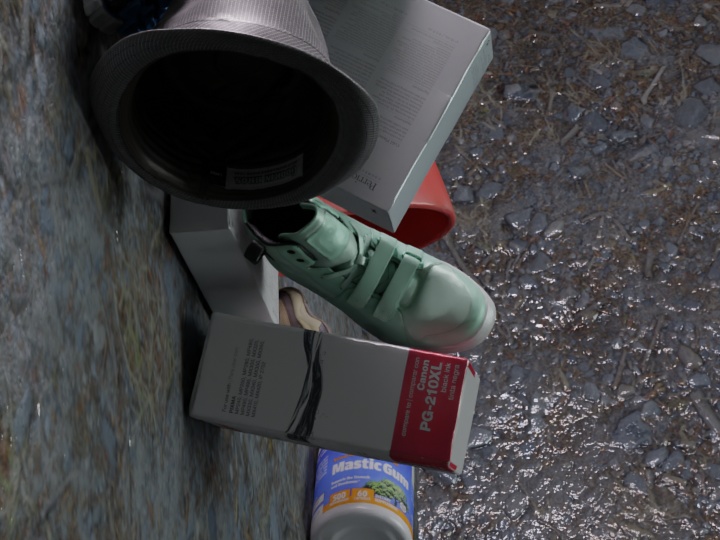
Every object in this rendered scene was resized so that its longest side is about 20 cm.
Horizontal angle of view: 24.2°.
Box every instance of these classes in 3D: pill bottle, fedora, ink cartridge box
[{"bbox_3d":[0.005,0.238,1.865,0.200,0.111,0.112,-86,170,-54],"label":"pill bottle"},{"bbox_3d":[-0.074,-0.121,1.029,0.200,0.176,0.091,108,-10,-60],"label":"fedora"},{"bbox_3d":[-0.016,0.096,1.287,0.145,0.199,0.085,53,48,-78],"label":"ink cartridge box"}]

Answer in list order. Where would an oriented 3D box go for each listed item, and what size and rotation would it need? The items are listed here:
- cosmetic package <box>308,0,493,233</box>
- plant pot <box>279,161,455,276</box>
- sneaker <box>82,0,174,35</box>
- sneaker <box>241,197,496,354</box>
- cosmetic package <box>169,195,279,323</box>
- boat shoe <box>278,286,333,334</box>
[{"bbox_3d":[-0.028,-0.138,1.183,0.151,0.199,0.052,-59,165,-13],"label":"cosmetic package"},{"bbox_3d":[-0.024,-0.107,1.569,0.200,0.199,0.178,62,15,-75],"label":"plant pot"},{"bbox_3d":[-0.143,-0.193,1.066,0.087,0.075,0.200,63,2,16],"label":"sneaker"},{"bbox_3d":[0.000,0.000,1.241,0.074,0.200,0.118,-65,161,-7],"label":"sneaker"},{"bbox_3d":[-0.104,-0.023,1.308,0.200,0.050,0.083,73,13,-64],"label":"cosmetic package"},{"bbox_3d":[-0.072,0.064,1.468,0.200,0.073,0.075,-149,-136,-72],"label":"boat shoe"}]
